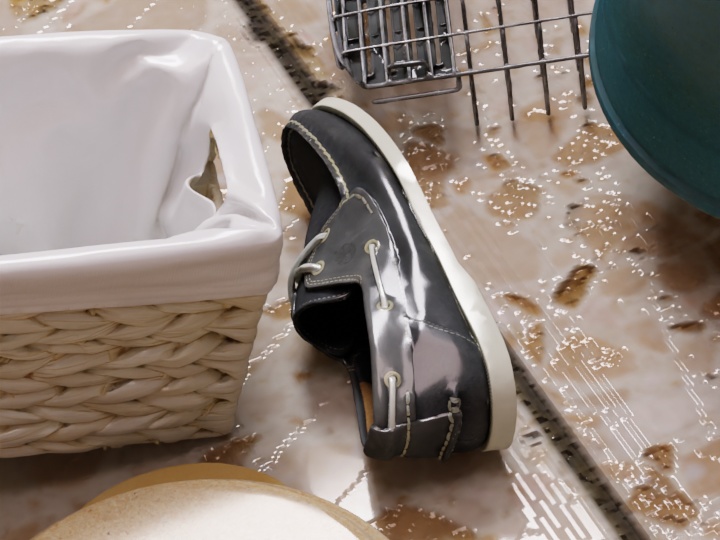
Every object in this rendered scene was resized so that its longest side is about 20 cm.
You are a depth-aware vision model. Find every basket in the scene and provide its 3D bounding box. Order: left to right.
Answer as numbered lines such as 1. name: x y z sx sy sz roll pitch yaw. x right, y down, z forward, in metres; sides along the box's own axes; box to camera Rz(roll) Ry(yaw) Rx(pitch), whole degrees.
1. basket: -0.142 -0.006 1.201 0.199 0.124 0.136 -5 45 -13

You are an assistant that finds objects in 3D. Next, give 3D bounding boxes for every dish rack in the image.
1. dish rack: 0.085 -0.125 1.368 0.199 0.055 0.154 -7 42 3

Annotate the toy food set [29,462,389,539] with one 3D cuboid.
1. toy food set: -0.067 0.155 1.103 0.200 0.049 0.198 30 56 32

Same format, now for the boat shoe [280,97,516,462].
1. boat shoe: 0.000 0.000 1.236 0.067 0.072 0.200 -14 46 -13

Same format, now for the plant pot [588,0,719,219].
1. plant pot: 0.192 -0.145 1.190 0.199 0.188 0.201 -1 55 2
